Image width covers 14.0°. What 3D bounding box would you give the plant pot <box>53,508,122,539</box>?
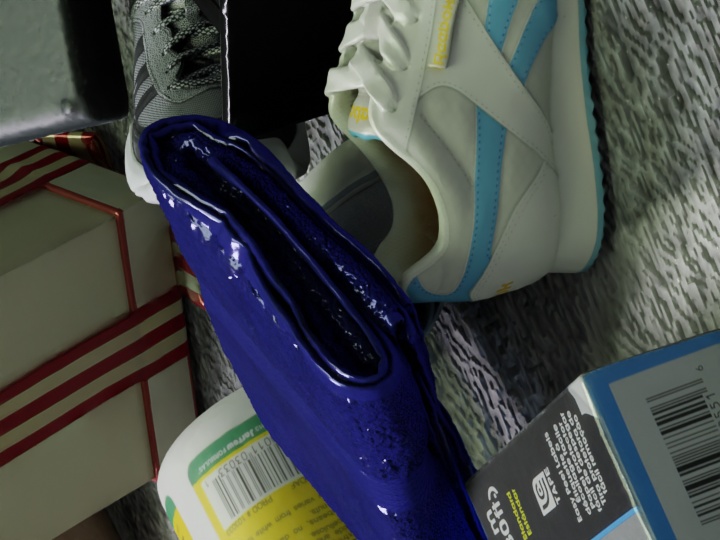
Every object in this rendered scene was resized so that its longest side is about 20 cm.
[{"bbox_3d":[-0.186,0.218,1.705,0.175,0.200,0.200,45,152,13],"label":"plant pot"}]

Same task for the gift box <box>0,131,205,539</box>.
[{"bbox_3d":[-0.181,0.045,1.520,0.200,0.187,0.185,24,130,37],"label":"gift box"}]

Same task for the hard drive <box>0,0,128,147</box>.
[{"bbox_3d":[-0.194,-0.118,1.300,0.200,0.033,0.140,-10,91,38],"label":"hard drive"}]

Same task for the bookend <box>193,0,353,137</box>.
[{"bbox_3d":[-0.054,-0.193,1.127,0.200,0.092,0.199,53,152,41],"label":"bookend"}]

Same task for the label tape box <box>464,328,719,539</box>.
[{"bbox_3d":[0.100,0.123,1.056,0.144,0.063,0.200,67,158,13],"label":"label tape box"}]

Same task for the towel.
[{"bbox_3d":[-0.009,0.035,1.113,0.148,0.050,0.200,49,168,31],"label":"towel"}]

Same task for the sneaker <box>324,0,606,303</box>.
[{"bbox_3d":[0.030,-0.084,1.032,0.076,0.081,0.200,22,127,65],"label":"sneaker"}]

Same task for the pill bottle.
[{"bbox_3d":[0.002,0.148,1.246,0.200,0.113,0.113,60,156,26],"label":"pill bottle"}]

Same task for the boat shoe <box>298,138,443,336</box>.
[{"bbox_3d":[0.001,0.000,1.185,0.072,0.070,0.201,70,156,12],"label":"boat shoe"}]

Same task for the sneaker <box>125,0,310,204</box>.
[{"bbox_3d":[-0.068,-0.099,1.216,0.200,0.075,0.114,-109,10,-72],"label":"sneaker"}]
